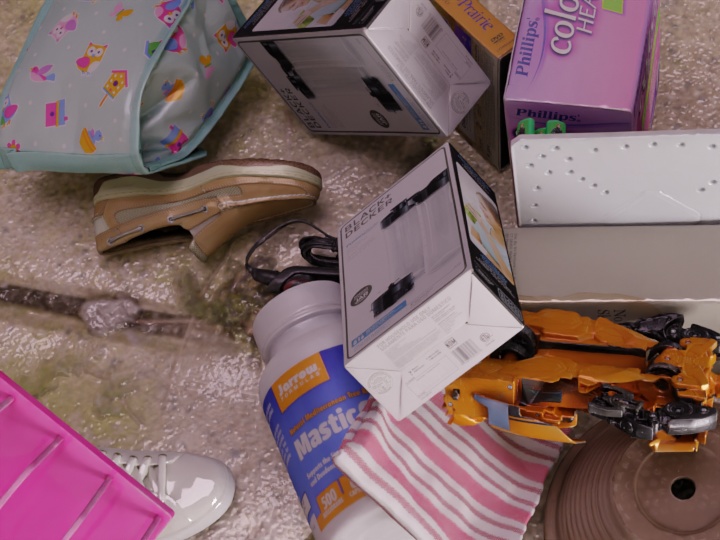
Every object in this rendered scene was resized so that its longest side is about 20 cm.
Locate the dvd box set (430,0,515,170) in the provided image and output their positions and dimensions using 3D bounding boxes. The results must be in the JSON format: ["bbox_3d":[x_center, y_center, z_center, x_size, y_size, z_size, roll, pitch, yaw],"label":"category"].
[{"bbox_3d":[0.062,-0.192,1.418,0.029,0.147,0.200,-33,59,-17],"label":"dvd box set"}]

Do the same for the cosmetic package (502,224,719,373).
[{"bbox_3d":[0.183,0.023,1.297,0.198,0.104,0.074,0,56,11],"label":"cosmetic package"}]

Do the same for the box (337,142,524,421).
[{"bbox_3d":[0.045,0.003,1.222,0.116,0.060,0.200,-37,24,18],"label":"box"}]

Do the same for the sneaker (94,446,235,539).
[{"bbox_3d":[-0.197,0.166,1.294,0.198,0.085,0.073,-7,57,4],"label":"sneaker"}]

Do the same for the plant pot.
[{"bbox_3d":[0.228,0.171,1.214,0.199,0.093,0.202,-4,59,6],"label":"plant pot"}]

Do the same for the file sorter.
[{"bbox_3d":[-0.259,0.177,1.204,0.200,0.125,0.139,39,100,-2],"label":"file sorter"}]

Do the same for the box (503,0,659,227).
[{"bbox_3d":[0.177,-0.143,1.339,0.096,0.200,0.177,6,61,13],"label":"box"}]

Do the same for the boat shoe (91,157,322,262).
[{"bbox_3d":[-0.126,-0.043,1.418,0.198,0.072,0.077,-7,70,18],"label":"boat shoe"}]

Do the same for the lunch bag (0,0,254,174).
[{"bbox_3d":[-0.202,-0.156,1.442,0.169,0.122,0.201,5,55,30],"label":"lunch bag"}]

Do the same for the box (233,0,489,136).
[{"bbox_3d":[-0.003,-0.168,1.373,0.060,0.117,0.199,-51,30,-19],"label":"box"}]

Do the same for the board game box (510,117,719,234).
[{"bbox_3d":[0.217,-0.048,1.276,0.198,0.201,0.026,-1,56,9],"label":"board game box"}]

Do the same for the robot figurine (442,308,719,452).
[{"bbox_3d":[0.164,0.076,1.198,0.198,0.059,0.145,7,31,15],"label":"robot figurine"}]

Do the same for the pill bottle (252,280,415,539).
[{"bbox_3d":[-0.011,0.110,1.277,0.111,0.112,0.201,-23,60,-4],"label":"pill bottle"}]

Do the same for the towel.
[{"bbox_3d":[0.069,0.125,1.216,0.146,0.030,0.200,40,34,-2],"label":"towel"}]

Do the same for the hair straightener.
[{"bbox_3d":[0.000,0.000,1.387,0.198,0.041,0.077,9,62,19],"label":"hair straightener"}]
